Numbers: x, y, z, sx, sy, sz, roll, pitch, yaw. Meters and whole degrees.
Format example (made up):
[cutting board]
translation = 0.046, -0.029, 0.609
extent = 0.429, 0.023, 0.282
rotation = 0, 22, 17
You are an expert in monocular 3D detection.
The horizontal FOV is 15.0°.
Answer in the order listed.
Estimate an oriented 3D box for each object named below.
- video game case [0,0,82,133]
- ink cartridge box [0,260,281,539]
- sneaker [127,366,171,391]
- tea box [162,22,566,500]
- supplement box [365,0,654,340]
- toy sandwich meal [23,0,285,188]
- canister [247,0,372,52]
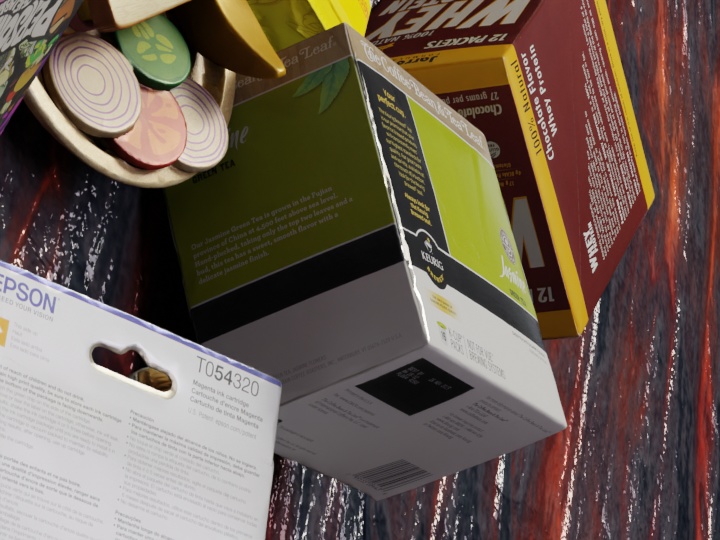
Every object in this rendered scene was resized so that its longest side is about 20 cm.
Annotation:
[video game case]
translation = -0.187, -0.085, 1.170
extent = 0.036, 0.181, 0.200
rotation = 40, 28, 6
[ink cartridge box]
translation = -0.130, 0.119, 1.309
extent = 0.196, 0.043, 0.201
rotation = 26, 59, -38
[sneaker]
translation = -0.090, 0.139, 1.448
extent = 0.088, 0.075, 0.201
rotation = -83, 160, -73
[tea box]
translation = 0.000, 0.000, 1.525
extent = 0.200, 0.133, 0.198
rotation = 33, 40, -59
[supplement box]
translation = 0.085, -0.082, 1.778
extent = 0.200, 0.132, 0.198
rotation = -56, 134, -55
[toy sandwich meal]
translation = -0.113, -0.144, 1.398
extent = 0.205, 0.070, 0.206
rotation = 26, 56, -46
[canister]
translation = -0.040, -0.207, 1.593
extent = 0.149, 0.086, 0.201
rotation = 57, 34, -42
